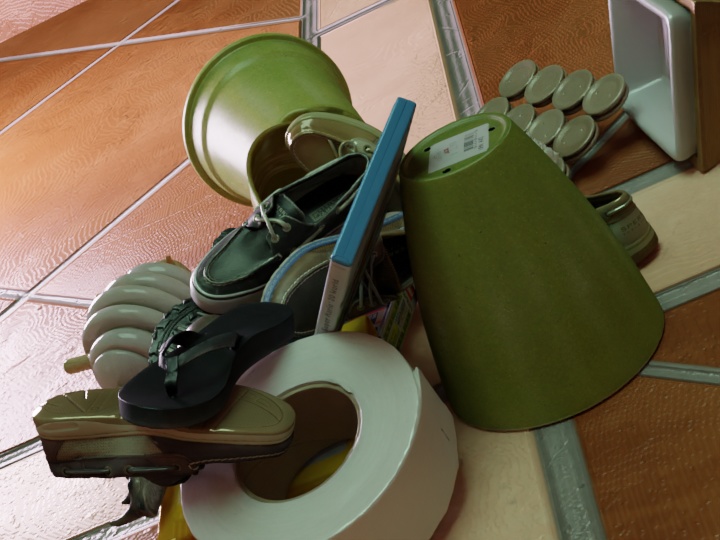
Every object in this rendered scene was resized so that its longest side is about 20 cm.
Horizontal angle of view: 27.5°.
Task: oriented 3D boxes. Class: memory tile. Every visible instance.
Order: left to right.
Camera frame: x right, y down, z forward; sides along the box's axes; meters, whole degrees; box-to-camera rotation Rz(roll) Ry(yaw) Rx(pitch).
[{"bbox_3d":[0.174,-0.141,1.480,0.154,0.017,0.200,-54,31,-6],"label":"memory tile"}]

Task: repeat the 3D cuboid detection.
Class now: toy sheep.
[{"bbox_3d":[-0.205,0.067,1.404,0.137,0.138,0.201,-14,43,28],"label":"toy sheep"}]

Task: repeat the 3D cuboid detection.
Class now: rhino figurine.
[{"bbox_3d":[-0.145,0.123,1.201,0.087,0.060,0.201,26,79,39],"label":"rhino figurine"}]

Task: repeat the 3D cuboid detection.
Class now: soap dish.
[{"bbox_3d":[0.298,-0.201,1.371,0.081,0.158,0.200,-11,25,-4],"label":"soap dish"}]

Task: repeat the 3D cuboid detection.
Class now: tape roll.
[{"bbox_3d":[-0.030,0.144,1.081,0.201,0.071,0.203,-21,40,19],"label":"tape roll"}]

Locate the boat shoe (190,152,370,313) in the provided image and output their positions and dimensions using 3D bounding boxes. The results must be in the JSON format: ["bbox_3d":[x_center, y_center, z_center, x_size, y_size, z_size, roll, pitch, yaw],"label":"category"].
[{"bbox_3d":[-0.070,-0.039,1.297,0.200,0.064,0.071,-37,62,-21],"label":"boat shoe"}]

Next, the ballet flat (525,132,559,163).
[{"bbox_3d":[0.117,-0.102,1.405,0.072,0.072,0.200,-39,13,-23],"label":"ballet flat"}]

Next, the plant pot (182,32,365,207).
[{"bbox_3d":[-0.072,-0.137,1.572,0.200,0.201,0.184,-32,28,-8],"label":"plant pot"}]

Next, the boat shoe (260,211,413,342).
[{"bbox_3d":[0.000,0.000,1.272,0.200,0.073,0.072,-35,24,-35],"label":"boat shoe"}]

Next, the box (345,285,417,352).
[{"bbox_3d":[-0.051,0.066,1.348,0.199,0.035,0.110,-17,27,24],"label":"box"}]

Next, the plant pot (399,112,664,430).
[{"bbox_3d":[0.113,-0.014,1.137,0.186,0.201,0.187,-23,25,11],"label":"plant pot"}]

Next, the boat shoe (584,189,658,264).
[{"bbox_3d":[0.169,-0.041,1.293,0.199,0.063,0.073,-2,36,45],"label":"boat shoe"}]

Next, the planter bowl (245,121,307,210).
[{"bbox_3d":[-0.034,-0.046,1.436,0.084,0.200,0.201,-57,4,39],"label":"planter bowl"}]

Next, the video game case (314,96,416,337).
[{"bbox_3d":[-0.001,-0.024,1.131,0.018,0.200,0.144,20,65,3],"label":"video game case"}]

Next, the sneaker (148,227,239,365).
[{"bbox_3d":[-0.127,0.050,1.320,0.074,0.080,0.200,16,43,13],"label":"sneaker"}]

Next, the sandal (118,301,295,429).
[{"bbox_3d":[-0.116,0.060,1.083,0.076,0.043,0.200,4,23,22],"label":"sandal"}]

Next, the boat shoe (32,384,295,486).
[{"bbox_3d":[-0.142,0.124,1.076,0.199,0.065,0.072,-1,22,11],"label":"boat shoe"}]

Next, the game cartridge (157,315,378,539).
[{"bbox_3d":[-0.073,0.135,1.208,0.199,0.033,0.177,-22,36,13],"label":"game cartridge"}]

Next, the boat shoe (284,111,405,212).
[{"bbox_3d":[0.016,-0.076,1.380,0.073,0.200,0.063,-48,13,34],"label":"boat shoe"}]
